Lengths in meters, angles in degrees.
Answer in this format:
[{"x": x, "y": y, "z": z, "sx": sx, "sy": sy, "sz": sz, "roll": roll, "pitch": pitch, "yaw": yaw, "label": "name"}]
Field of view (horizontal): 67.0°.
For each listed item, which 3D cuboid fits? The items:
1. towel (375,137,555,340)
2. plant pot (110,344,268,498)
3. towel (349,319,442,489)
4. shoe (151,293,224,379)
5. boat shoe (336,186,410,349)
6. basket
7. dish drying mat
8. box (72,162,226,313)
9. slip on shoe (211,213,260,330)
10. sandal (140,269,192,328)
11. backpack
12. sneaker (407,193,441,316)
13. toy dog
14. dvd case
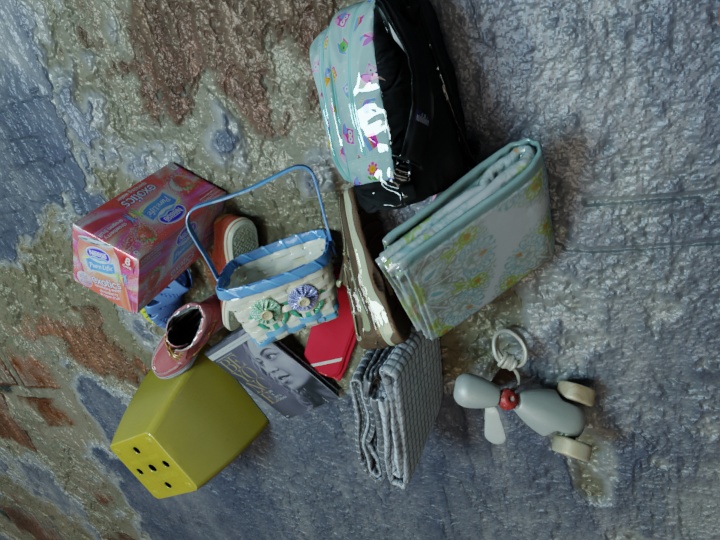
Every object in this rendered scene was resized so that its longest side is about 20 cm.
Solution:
[{"x": 0.120, "y": -0.024, "z": 0.587, "sx": 0.198, "sy": 0.048, "sz": 0.172, "roll": -34, "pitch": 142, "yaw": -2, "label": "towel"}, {"x": -0.326, "y": 0.290, "z": 0.994, "sx": 0.197, "sy": 0.177, "sz": 0.202, "roll": -24, "pitch": 108, "yaw": 33, "label": "plant pot"}, {"x": 0.050, "y": 0.169, "z": 0.760, "sx": 0.084, "sy": 0.166, "sz": 0.204, "roll": 7, "pitch": 123, "yaw": 26, "label": "towel"}, {"x": -0.295, "y": 0.113, "z": 0.884, "sx": 0.199, "sy": 0.091, "sz": 0.072, "roll": -42, "pitch": 82, "yaw": 17, "label": "shoe"}, {"x": -0.003, "y": 0.000, "z": 0.685, "sx": 0.074, "sy": 0.074, "sz": 0.207, "roll": -22, "pitch": 74, "yaw": 27, "label": "boat shoe"}, {"x": -0.111, "y": -0.018, "z": 0.714, "sx": 0.173, "sy": 0.139, "sz": 0.204, "roll": -21, "pitch": 108, "yaw": 1, "label": "basket"}, {"x": -0.039, "y": 0.088, "z": 0.838, "sx": 0.075, "sy": 0.018, "sz": 0.203, "roll": 25, "pitch": 127, "yaw": 9, "label": "dish drying mat"}, {"x": -0.281, "y": -0.051, "z": 0.743, "sx": 0.101, "sy": 0.201, "sz": 0.096, "roll": 27, "pitch": 128, "yaw": 5, "label": "box"}, {"x": -0.191, "y": 0.004, "z": 0.828, "sx": 0.061, "sy": 0.073, "sz": 0.204, "roll": 30, "pitch": 131, "yaw": 31, "label": "slip on shoe"}, {"x": -0.310, "y": 0.018, "z": 0.876, "sx": 0.085, "sy": 0.080, "sz": 0.203, "roll": 16, "pitch": 131, "yaw": 8, "label": "sandal"}, {"x": 0.030, "y": -0.172, "z": 0.556, "sx": 0.124, "sy": 0.166, "sz": 0.205, "roll": -7, "pitch": 103, "yaw": 36, "label": "backpack"}, {"x": 0.100, "y": -0.017, "z": 0.663, "sx": 0.077, "sy": 0.096, "sz": 0.204, "roll": 21, "pitch": 125, "yaw": 12, "label": "sneaker"}, {"x": 0.221, "y": 0.180, "z": 0.737, "sx": 0.198, "sy": 0.133, "sz": 0.096, "roll": 36, "pitch": 167, "yaw": 4, "label": "toy dog"}, {"x": -0.149, "y": 0.173, "z": 0.914, "sx": 0.147, "sy": 0.016, "sz": 0.200, "roll": -29, "pitch": 116, "yaw": 38, "label": "dvd case"}]
